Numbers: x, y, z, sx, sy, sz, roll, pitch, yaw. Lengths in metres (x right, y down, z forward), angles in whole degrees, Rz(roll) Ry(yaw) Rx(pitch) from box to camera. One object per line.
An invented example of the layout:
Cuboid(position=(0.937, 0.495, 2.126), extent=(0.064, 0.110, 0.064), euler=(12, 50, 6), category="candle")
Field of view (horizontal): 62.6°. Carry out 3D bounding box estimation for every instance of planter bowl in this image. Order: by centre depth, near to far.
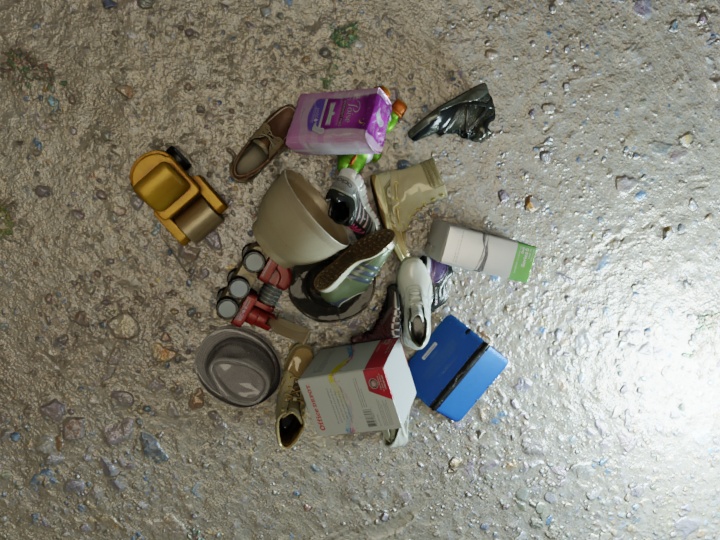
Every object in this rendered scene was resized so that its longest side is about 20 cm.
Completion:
Cuboid(position=(-0.136, -0.089, 1.220), extent=(0.135, 0.200, 0.200), euler=(-39, 103, 13), category="planter bowl")

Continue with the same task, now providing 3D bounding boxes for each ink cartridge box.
Cuboid(position=(-0.005, 0.249, 1.272), extent=(0.199, 0.145, 0.146), euler=(-11, 106, 21), category="ink cartridge box")
Cuboid(position=(0.257, -0.045, 1.293), extent=(0.199, 0.146, 0.084), euler=(13, 98, -10), category="ink cartridge box")

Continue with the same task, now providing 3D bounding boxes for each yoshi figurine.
Cuboid(position=(0.009, -0.284, 1.258), extent=(0.112, 0.112, 0.200), euler=(28, 82, 27), category="yoshi figurine")

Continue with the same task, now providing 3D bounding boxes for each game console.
Cuboid(position=(0.221, 0.234, 1.405), extent=(0.171, 0.118, 0.200), euler=(40, 93, 19), category="game console")

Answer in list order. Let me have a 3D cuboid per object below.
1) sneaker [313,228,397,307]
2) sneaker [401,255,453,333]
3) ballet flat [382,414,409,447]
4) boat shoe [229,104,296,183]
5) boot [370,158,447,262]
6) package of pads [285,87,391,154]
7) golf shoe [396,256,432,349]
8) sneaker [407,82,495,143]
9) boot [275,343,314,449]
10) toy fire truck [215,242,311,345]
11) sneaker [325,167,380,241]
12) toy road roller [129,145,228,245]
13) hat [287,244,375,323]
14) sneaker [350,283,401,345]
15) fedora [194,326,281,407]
Cuboid(position=(0.000, 0.000, 1.243), extent=(0.200, 0.067, 0.090), euler=(-37, 136, -9), category="sneaker")
Cuboid(position=(0.157, 0.074, 1.341), extent=(0.087, 0.076, 0.201), euler=(14, 98, -15), category="sneaker")
Cuboid(position=(0.079, 0.323, 1.368), extent=(0.069, 0.069, 0.201), euler=(-1, 106, -7), category="ballet flat")
Cuboid(position=(-0.196, -0.262, 1.234), extent=(0.076, 0.072, 0.200), euler=(38, 91, -12), category="boat shoe")
Cuboid(position=(0.120, -0.131, 1.292), extent=(0.155, 0.073, 0.201), euler=(-18, 97, -3), category="boot")
Cuboid(position=(-0.045, -0.294, 1.185), extent=(0.200, 0.076, 0.121), euler=(6, 75, 29), category="package of pads")
Cuboid(position=(0.122, 0.069, 1.250), extent=(0.078, 0.097, 0.201), euler=(-6, 92, -1), category="golf shoe")
Cuboid(position=(0.205, -0.309, 1.275), extent=(0.199, 0.076, 0.114), euler=(-28, 96, -7), category="sneaker")
Cuboid(position=(-0.143, 0.272, 1.295), extent=(0.073, 0.155, 0.200), euler=(17, 98, -9), category="boot")
Cuboid(position=(-0.190, 0.061, 1.274), extent=(0.200, 0.129, 0.176), euler=(29, 95, -19), category="toy fire truck")
Cuboid(position=(-0.021, -0.113, 1.234), extent=(0.087, 0.074, 0.200), euler=(-47, 139, -25), category="sneaker")
Cuboid(position=(-0.375, -0.149, 1.196), extent=(0.123, 0.146, 0.200), euler=(-40, 102, 2), category="toy road roller")
Cuboid(position=(-0.060, 0.035, 1.301), extent=(0.200, 0.081, 0.201), euler=(-1, 101, -7), category="hat")
Cuboid(position=(0.034, 0.130, 1.337), extent=(0.115, 0.076, 0.201), euler=(1, 93, 5), category="sneaker")
Cuboid(position=(-0.271, 0.226, 1.304), extent=(0.200, 0.090, 0.177), euler=(41, 93, -12), category="fedora")
